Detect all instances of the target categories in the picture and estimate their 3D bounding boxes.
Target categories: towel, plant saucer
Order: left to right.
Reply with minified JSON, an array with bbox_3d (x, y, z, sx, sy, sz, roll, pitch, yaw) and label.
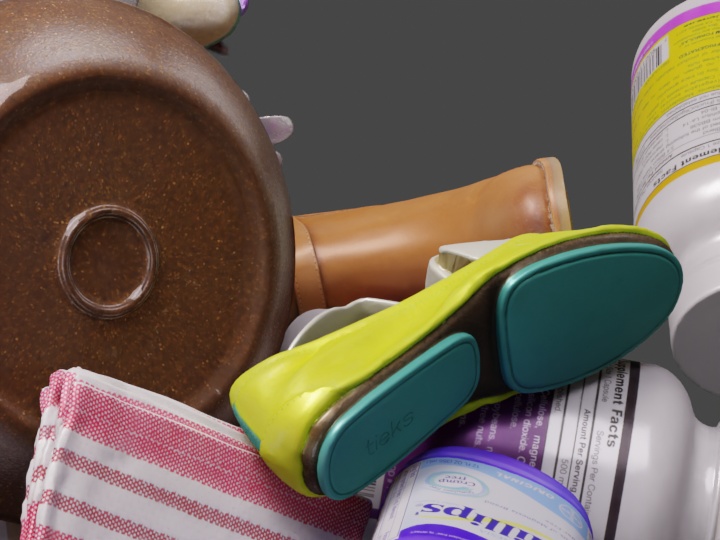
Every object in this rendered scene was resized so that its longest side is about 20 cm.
[{"bbox_3d":[-0.100,-0.004,0.962,0.200,0.201,0.037,-27,16,-31],"label":"plant saucer"},{"bbox_3d":[-0.071,0.148,0.926,0.146,0.030,0.200,26,65,-33],"label":"towel"}]

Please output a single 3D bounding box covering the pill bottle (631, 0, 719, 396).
[{"bbox_3d":[0.178,-0.035,1.205,0.104,0.104,0.200,6,43,0],"label":"pill bottle"}]

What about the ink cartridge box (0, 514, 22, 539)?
[{"bbox_3d":[-0.212,0.074,0.990,0.200,0.165,0.075,-7,5,-13],"label":"ink cartridge box"}]

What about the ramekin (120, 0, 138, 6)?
[{"bbox_3d":[-0.185,-0.107,1.051,0.200,0.098,0.201,-24,38,21],"label":"ramekin"}]

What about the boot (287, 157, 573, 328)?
[{"bbox_3d":[0.000,0.000,1.104,0.155,0.200,0.074,-1,79,-15],"label":"boot"}]

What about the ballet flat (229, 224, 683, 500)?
[{"bbox_3d":[0.034,0.022,0.989,0.200,0.067,0.067,-27,40,-33],"label":"ballet flat"}]

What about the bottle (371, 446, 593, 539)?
[{"bbox_3d":[0.037,0.123,0.904,0.083,0.065,0.200,20,17,2],"label":"bottle"}]

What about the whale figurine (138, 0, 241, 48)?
[{"bbox_3d":[-0.132,-0.067,1.156,0.159,0.200,0.104,46,12,17],"label":"whale figurine"}]

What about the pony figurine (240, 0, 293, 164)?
[{"bbox_3d":[-0.120,-0.138,1.255,0.200,0.167,0.193,1,13,-27],"label":"pony figurine"}]

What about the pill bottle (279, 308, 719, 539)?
[{"bbox_3d":[0.060,0.084,1.054,0.200,0.112,0.112,10,42,3],"label":"pill bottle"}]
